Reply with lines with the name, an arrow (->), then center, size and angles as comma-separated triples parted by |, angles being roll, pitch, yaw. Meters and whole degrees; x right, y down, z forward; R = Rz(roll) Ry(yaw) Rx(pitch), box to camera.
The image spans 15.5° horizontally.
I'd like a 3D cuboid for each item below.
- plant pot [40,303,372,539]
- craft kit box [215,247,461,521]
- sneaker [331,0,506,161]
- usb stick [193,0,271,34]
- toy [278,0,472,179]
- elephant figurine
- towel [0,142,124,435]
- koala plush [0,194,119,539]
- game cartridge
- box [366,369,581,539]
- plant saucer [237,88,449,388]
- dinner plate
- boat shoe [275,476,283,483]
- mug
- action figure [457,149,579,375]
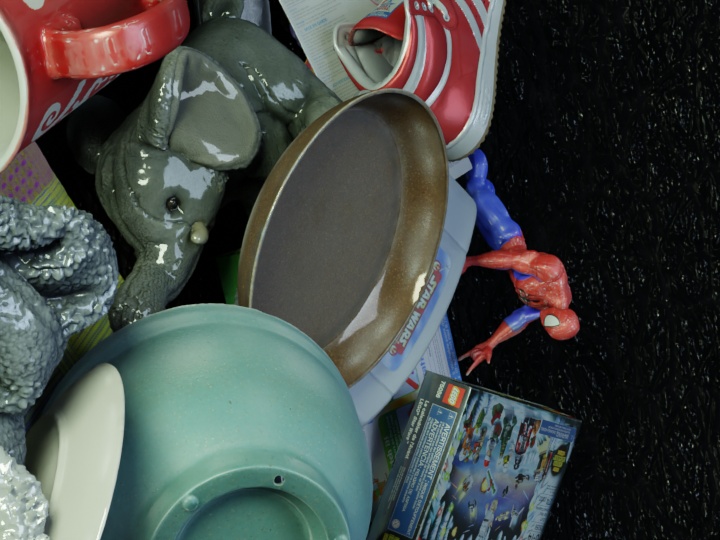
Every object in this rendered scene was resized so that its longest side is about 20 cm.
plant pot -> -0.078, 0.137, 1.491 | 0.201, 0.200, 0.134 | 60, -3, -27
craft kit box -> -0.004, 0.064, 1.787 | 0.197, 0.048, 0.201 | -20, 98, -58
sneaker -> 0.040, -0.184, 1.799 | 0.112, 0.071, 0.201 | 31, 49, -40
usb stick -> -0.087, -0.195, 1.732 | 0.055, 0.033, 0.201 | -3, 83, -32
toy -> -0.007, -0.136, 1.814 | 0.115, 0.047, 0.201 | -32, 93, -52
elephant figurine -> -0.108, -0.071, 1.591 | 0.200, 0.155, 0.142 | -21, 140, -50
towel -> -0.207, 0.023, 1.521 | 0.144, 0.023, 0.200 | 61, 40, -27
koala plush -> -0.214, 0.064, 1.359 | 0.183, 0.177, 0.202 | 8, 84, -44
game cartridge -> 0.000, 0.000, 1.719 | 0.133, 0.041, 0.201 | 42, 60, -25
box -> 0.078, 0.150, 1.817 | 0.200, 0.040, 0.138 | 19, 91, -62
plant saucer -> -0.015, -0.018, 1.619 | 0.200, 0.032, 0.201 | -36, 137, -42
dinner plate -> -0.176, 0.141, 1.408 | 0.024, 0.200, 0.201 | 21, 60, -17
boat shoe -> -0.060, 0.155, 1.649 | 0.062, 0.075, 0.201 | -14, 90, -22
mug -> -0.174, -0.132, 1.491 | 0.200, 0.177, 0.134 | -41, 154, -56
action figure -> 0.077, -0.012, 1.853 | 0.200, 0.099, 0.065 | 53, -9, 35
